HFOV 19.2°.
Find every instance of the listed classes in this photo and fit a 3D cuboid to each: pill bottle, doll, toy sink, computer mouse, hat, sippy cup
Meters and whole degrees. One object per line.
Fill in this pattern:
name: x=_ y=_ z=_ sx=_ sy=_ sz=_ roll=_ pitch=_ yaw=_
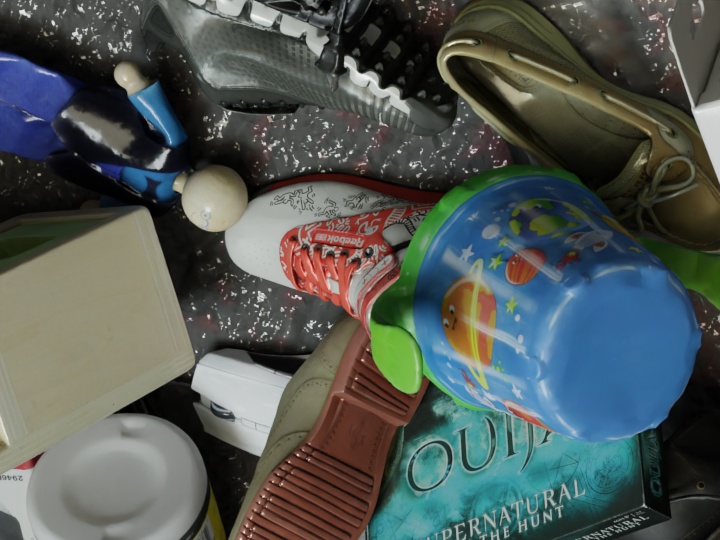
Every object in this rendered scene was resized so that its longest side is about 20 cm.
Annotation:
pill bottle: x=-0.139 y=0.194 z=1.375 sx=0.114 sy=0.115 sz=0.201 roll=7 pitch=139 yaw=15
doll: x=-0.159 y=-0.074 z=1.273 sx=0.199 sy=0.049 sz=0.137 roll=22 pitch=136 yaw=6
toy sink: x=-0.220 y=0.042 z=1.242 sx=0.130 sy=0.200 sz=0.113 roll=-2 pitch=110 yaw=47
computer mouse: x=-0.072 y=0.085 z=1.346 sx=0.199 sy=0.044 sz=0.110 roll=5 pitch=121 yaw=17
hat: x=0.194 y=0.130 z=1.225 sx=0.201 sy=0.200 sz=0.081 roll=-44 pitch=70 yaw=35
sippy cup: x=0.105 y=0.025 z=1.106 sx=0.178 sy=0.130 sz=0.140 roll=-45 pitch=118 yaw=-6

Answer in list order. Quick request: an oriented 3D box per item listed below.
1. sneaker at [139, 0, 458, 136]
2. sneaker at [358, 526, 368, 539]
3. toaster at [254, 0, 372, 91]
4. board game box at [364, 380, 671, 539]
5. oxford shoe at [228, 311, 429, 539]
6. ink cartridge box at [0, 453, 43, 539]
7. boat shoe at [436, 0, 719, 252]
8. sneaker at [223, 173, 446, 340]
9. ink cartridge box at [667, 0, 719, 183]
sneaker: x=-0.040 y=-0.119 z=1.196 sx=0.199 sy=0.067 sz=0.091 roll=29 pitch=129 yaw=5
sneaker: x=0.039 y=0.187 z=1.342 sx=0.088 sy=0.081 sz=0.200 roll=40 pitch=145 yaw=-19
toaster: x=-0.039 y=-0.233 z=1.087 sx=0.180 sy=0.119 sz=0.200 roll=28 pitch=125 yaw=1
board game box: x=0.084 y=0.107 z=1.227 sx=0.199 sy=0.136 sz=0.028 roll=-26 pitch=142 yaw=34
oxford shoe: x=-0.026 y=0.111 z=1.275 sx=0.071 sy=0.201 sz=0.074 roll=37 pitch=171 yaw=-28
ink cartridge box: x=-0.258 y=0.150 z=1.427 sx=0.143 sy=0.084 sz=0.201 roll=2 pitch=122 yaw=17
boat shoe: x=0.128 y=-0.070 z=1.166 sx=0.200 sy=0.063 sz=0.073 roll=40 pitch=125 yaw=-8
sneaker: x=0.000 y=-0.001 z=1.227 sx=0.200 sy=0.108 sz=0.068 roll=2 pitch=122 yaw=18
ink cartridge box: x=0.228 y=-0.067 z=1.101 sx=0.068 sy=0.115 sz=0.201 roll=-14 pitch=116 yaw=26
